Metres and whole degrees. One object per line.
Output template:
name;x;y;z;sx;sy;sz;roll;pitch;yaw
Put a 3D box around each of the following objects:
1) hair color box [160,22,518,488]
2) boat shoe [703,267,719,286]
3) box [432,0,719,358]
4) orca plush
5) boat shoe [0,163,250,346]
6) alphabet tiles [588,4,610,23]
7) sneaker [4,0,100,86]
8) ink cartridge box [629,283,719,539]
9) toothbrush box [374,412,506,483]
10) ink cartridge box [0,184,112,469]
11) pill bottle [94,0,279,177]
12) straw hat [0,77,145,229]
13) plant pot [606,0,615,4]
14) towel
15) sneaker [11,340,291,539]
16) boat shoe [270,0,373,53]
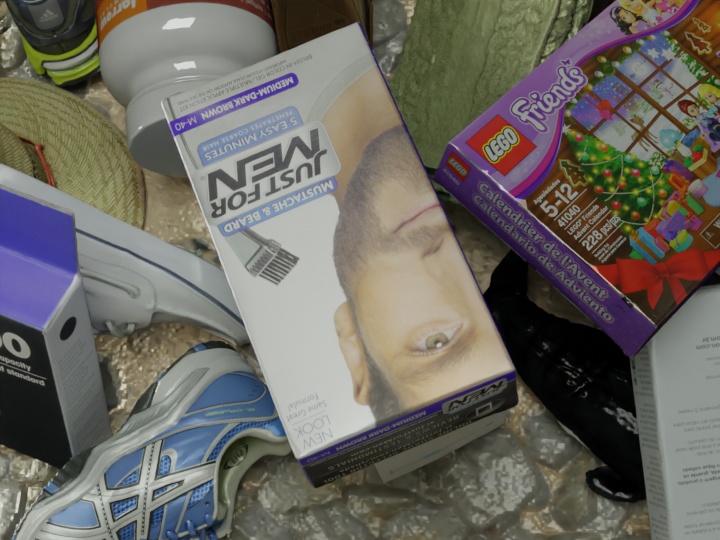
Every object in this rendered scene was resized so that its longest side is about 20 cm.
hair color box;-0.011;-0.010;0.709;0.109;0.065;0.200;-22;69;-2
boat shoe;0.182;-0.009;0.845;0.200;0.060;0.074;30;34;12
box;0.153;-0.067;0.760;0.137;0.039;0.200;42;61;12
orca plush;0.148;0.056;0.815;0.105;0.071;0.200;-35;68;-8
boat shoe;-0.147;0.007;0.848;0.200;0.074;0.065;26;78;-10
alphabet tiles;0.183;-0.119;0.869;0.200;0.008;0.167;-23;41;-12
sneaker;-0.212;-0.224;0.965;0.074;0.081;0.200;-21;65;-2
ink cartridge box;0.247;0.101;0.769;0.196;0.043;0.200;-6;90;-9
toothbrush box;0.000;0.000;0.816;0.085;0.146;0.200;-27;69;-3
ink cartridge box;-0.241;0.014;0.811;0.198;0.200;0.043;20;50;14
pill bottle;-0.110;-0.165;0.914;0.112;0.112;0.200;-9;67;3
straw hat;-0.239;-0.054;0.898;0.201;0.085;0.201;-2;67;6
plant pot;0.224;-0.261;0.849;0.200;0.175;0.200;3;48;-3
towel;0.077;-0.136;0.859;0.148;0.036;0.200;14;89;55
sneaker;-0.120;0.131;0.814;0.077;0.076;0.200;36;78;23
boat shoe;-0.026;-0.198;0.897;0.072;0.072;0.200;-10;104;14
